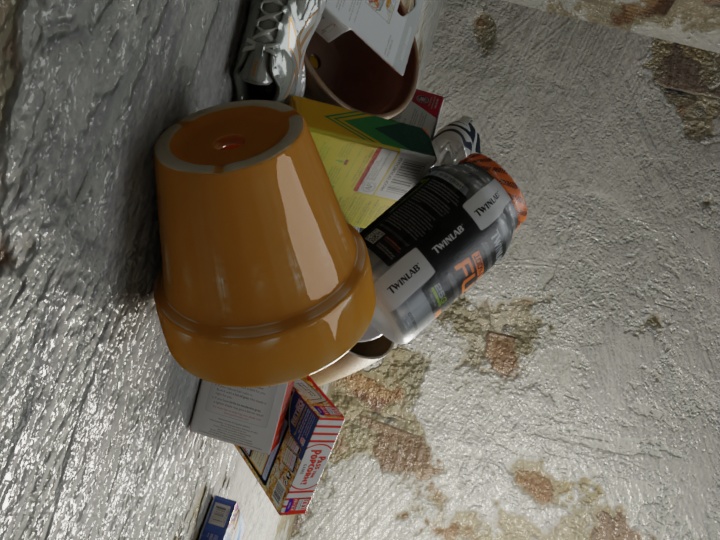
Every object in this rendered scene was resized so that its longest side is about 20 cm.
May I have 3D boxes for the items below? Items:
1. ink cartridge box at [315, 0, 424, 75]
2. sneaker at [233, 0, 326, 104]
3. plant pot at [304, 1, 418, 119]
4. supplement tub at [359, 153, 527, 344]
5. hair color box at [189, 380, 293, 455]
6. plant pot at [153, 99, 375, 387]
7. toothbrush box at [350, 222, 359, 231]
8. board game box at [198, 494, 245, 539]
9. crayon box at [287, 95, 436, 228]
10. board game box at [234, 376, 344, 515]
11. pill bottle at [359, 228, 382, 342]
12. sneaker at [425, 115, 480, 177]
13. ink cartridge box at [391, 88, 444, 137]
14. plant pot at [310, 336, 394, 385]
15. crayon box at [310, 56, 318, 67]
[{"bbox_3d":[-0.001,-0.341,0.856,0.043,0.173,0.202,-12,-126,46],"label":"ink cartridge box"},{"bbox_3d":[-0.085,-0.229,0.751,0.092,0.075,0.202,-62,166,-50],"label":"sneaker"},{"bbox_3d":[-0.029,-0.263,0.904,0.092,0.200,0.203,-15,-131,47],"label":"plant pot"},{"bbox_3d":[0.077,-0.028,0.817,0.200,0.123,0.123,-41,167,-12],"label":"supplement tub"},{"bbox_3d":[-0.136,0.117,0.968,0.064,0.109,0.203,-28,133,-84],"label":"hair color box"},{"bbox_3d":[-0.093,-0.036,0.657,0.201,0.197,0.185,-69,157,-51],"label":"plant pot"},{"bbox_3d":[-0.088,-0.019,0.899,0.201,0.144,0.086,-69,172,-47],"label":"toothbrush box"},{"bbox_3d":[-0.244,0.492,1.239,0.200,0.043,0.202,98,8,-61],"label":"board game box"},{"bbox_3d":[-0.032,-0.115,0.837,0.127,0.197,0.051,-55,-144,42],"label":"crayon box"},{"bbox_3d":[-0.114,0.209,1.048,0.200,0.046,0.153,41,-67,47],"label":"board game box"},{"bbox_3d":[0.000,0.000,1.061,0.201,0.110,0.114,-84,-175,-62],"label":"pill bottle"},{"bbox_3d":[0.135,-0.142,1.144,0.130,0.078,0.201,-55,154,-46],"label":"sneaker"},{"bbox_3d":[0.008,-0.199,1.158,0.146,0.197,0.146,-68,174,-48],"label":"ink cartridge box"},{"bbox_3d":[-0.077,0.107,1.218,0.200,0.186,0.187,-40,-164,33],"label":"plant pot"},{"bbox_3d":[-0.042,-0.340,1.019,0.126,0.051,0.202,-69,173,-51],"label":"crayon box"}]
